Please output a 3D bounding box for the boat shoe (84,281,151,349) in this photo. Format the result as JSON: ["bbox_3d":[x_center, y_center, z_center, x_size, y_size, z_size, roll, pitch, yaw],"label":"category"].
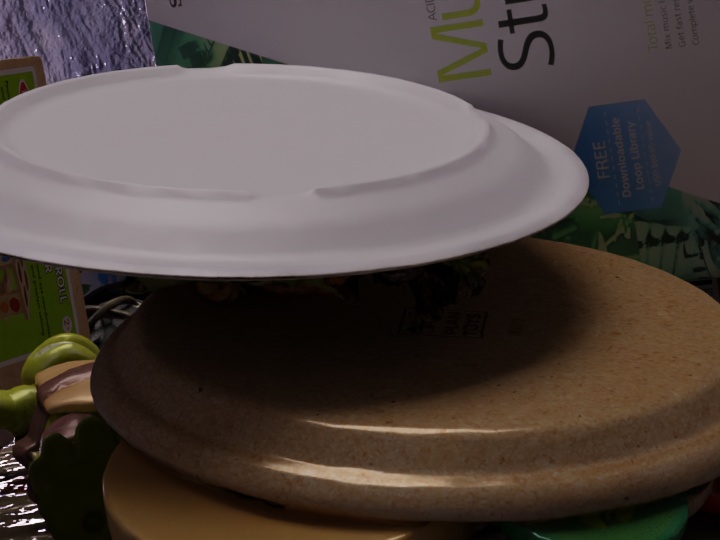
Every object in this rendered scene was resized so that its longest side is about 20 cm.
[{"bbox_3d":[-0.105,0.039,1.058,0.068,0.057,0.200,-9,4,-4],"label":"boat shoe"}]

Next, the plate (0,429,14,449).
[{"bbox_3d":[-0.251,0.080,0.983,0.199,0.032,0.199,-12,4,-32],"label":"plate"}]

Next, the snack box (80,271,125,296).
[{"bbox_3d":[-0.097,-0.014,1.177,0.142,0.053,0.200,-10,-26,-7],"label":"snack box"}]

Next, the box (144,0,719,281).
[{"bbox_3d":[0.029,-0.062,0.801,0.199,0.145,0.036,-7,8,25],"label":"box"}]

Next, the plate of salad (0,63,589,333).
[{"bbox_3d":[-0.035,-0.020,0.709,0.199,0.048,0.200,2,18,-1],"label":"plate of salad"}]

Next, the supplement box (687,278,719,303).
[{"bbox_3d":[0.095,-0.054,0.904,0.132,0.201,0.197,-6,5,24],"label":"supplement box"}]

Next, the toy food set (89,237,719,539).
[{"bbox_3d":[0.024,0.036,0.696,0.197,0.049,0.200,-2,18,-9],"label":"toy food set"}]

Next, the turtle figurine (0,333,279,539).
[{"bbox_3d":[-0.094,0.050,0.819,0.199,0.065,0.161,6,9,-20],"label":"turtle figurine"}]

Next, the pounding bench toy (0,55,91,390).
[{"bbox_3d":[-0.214,-0.042,0.949,0.155,0.201,0.124,-6,7,27],"label":"pounding bench toy"}]
